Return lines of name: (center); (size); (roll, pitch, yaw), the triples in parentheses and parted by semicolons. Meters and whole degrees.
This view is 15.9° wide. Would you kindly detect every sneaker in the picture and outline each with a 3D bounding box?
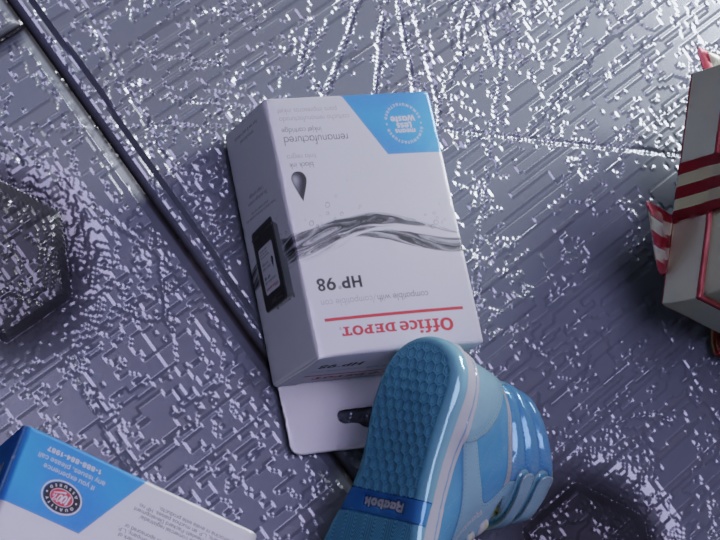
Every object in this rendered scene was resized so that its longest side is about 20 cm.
sneaker: (0.051, 0.150, 1.501); (0.130, 0.079, 0.201); (23, 86, -47)

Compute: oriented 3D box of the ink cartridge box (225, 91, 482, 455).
ink cartridge box: (0.000, 0.000, 1.531); (0.115, 0.067, 0.202); (-5, 75, -28)

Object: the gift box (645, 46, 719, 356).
gift box: (0.291, -0.048, 1.622); (0.199, 0.186, 0.186); (29, 63, -32)

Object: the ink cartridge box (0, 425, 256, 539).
ink cartridge box: (-0.160, 0.208, 1.367); (0.145, 0.084, 0.201); (28, 63, -16)
